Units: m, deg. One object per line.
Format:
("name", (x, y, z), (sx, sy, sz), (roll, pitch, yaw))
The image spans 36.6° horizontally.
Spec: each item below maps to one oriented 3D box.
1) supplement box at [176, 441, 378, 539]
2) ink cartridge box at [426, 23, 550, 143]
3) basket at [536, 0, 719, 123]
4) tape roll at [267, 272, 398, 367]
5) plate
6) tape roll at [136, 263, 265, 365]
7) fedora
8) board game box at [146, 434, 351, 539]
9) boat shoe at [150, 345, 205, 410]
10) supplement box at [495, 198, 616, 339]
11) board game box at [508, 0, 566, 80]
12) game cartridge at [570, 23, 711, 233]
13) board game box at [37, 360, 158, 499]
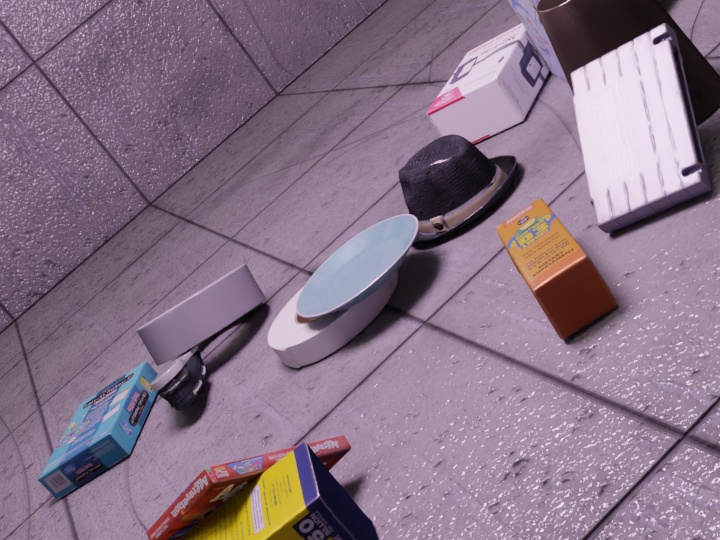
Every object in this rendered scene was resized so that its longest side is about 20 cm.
("supplement box", (-0.088, 0.268, 0.947), (0.199, 0.109, 0.110), (-38, 18, 3))
("ink cartridge box", (0.211, -0.295, 1.728), (0.144, 0.085, 0.201), (-21, 25, 40))
("basket", (0.307, -0.258, 1.283), (0.179, 0.201, 0.136), (-18, 27, 44))
("tape roll", (-0.038, 0.049, 1.474), (0.202, 0.037, 0.203), (-34, 20, 14))
("plate", (0.000, 0.000, 1.420), (0.199, 0.026, 0.201), (-33, 20, 13))
("tape roll", (-0.247, 0.068, 1.695), (0.199, 0.067, 0.200), (-31, 5, 3))
("fedora", (0.116, -0.127, 1.500), (0.199, 0.092, 0.201), (-34, 19, 13))
("board game box", (-0.101, 0.207, 1.034), (0.199, 0.020, 0.103), (-2, -41, -53))
("boat shoe", (-0.259, 0.160, 1.592), (0.075, 0.061, 0.200), (-38, 5, 7))
("supplement box", (0.196, -0.007, 1.121), (0.066, 0.069, 0.200), (-33, 17, 7))
("board game box", (0.275, -0.367, 1.600), (0.043, 0.200, 0.200), (-33, 19, 5))
("game cartridge", (0.296, -0.151, 1.170), (0.129, 0.038, 0.203), (-27, 56, 40))
("board game box", (-0.396, 0.243, 1.676), (0.150, 0.047, 0.201), (-32, 19, 20))
